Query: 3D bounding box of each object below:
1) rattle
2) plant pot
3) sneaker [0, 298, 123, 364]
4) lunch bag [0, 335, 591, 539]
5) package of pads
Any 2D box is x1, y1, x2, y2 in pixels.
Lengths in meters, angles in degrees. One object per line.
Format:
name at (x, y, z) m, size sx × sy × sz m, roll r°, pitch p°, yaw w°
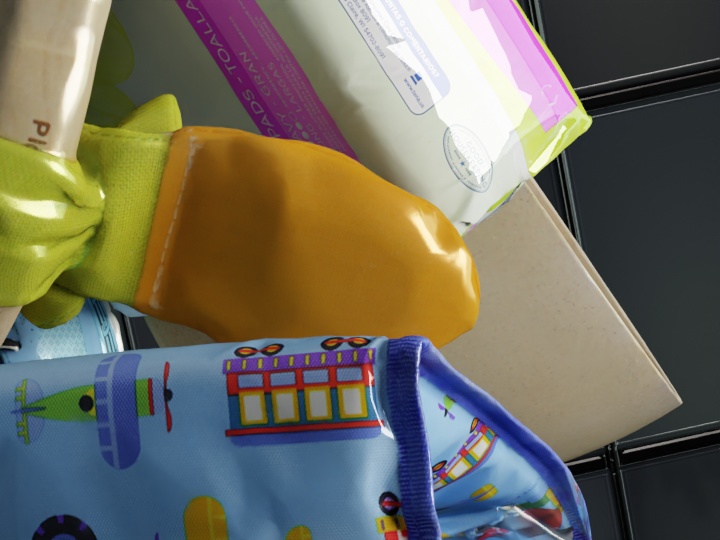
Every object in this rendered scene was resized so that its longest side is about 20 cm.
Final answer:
rattle at (-0.067, -0.030, 0.746) m, size 0.200 × 0.142 × 0.131 m, roll 163°, pitch -76°, yaw -73°
plant pot at (0.000, 0.000, 0.951) m, size 0.201 × 0.134 × 0.200 m, roll 55°, pitch 6°, yaw -8°
sneaker at (-0.105, 0.064, 0.817) m, size 0.090 × 0.078 × 0.201 m, roll 74°, pitch 3°, yaw -84°
lunch bag at (-0.029, 0.069, 0.709) m, size 0.200 × 0.150 × 0.095 m, roll 8°, pitch 77°, yaw -74°
package of pads at (-0.042, -0.068, 0.772) m, size 0.200 × 0.068 × 0.155 m, roll -10°, pitch -63°, yaw 57°
